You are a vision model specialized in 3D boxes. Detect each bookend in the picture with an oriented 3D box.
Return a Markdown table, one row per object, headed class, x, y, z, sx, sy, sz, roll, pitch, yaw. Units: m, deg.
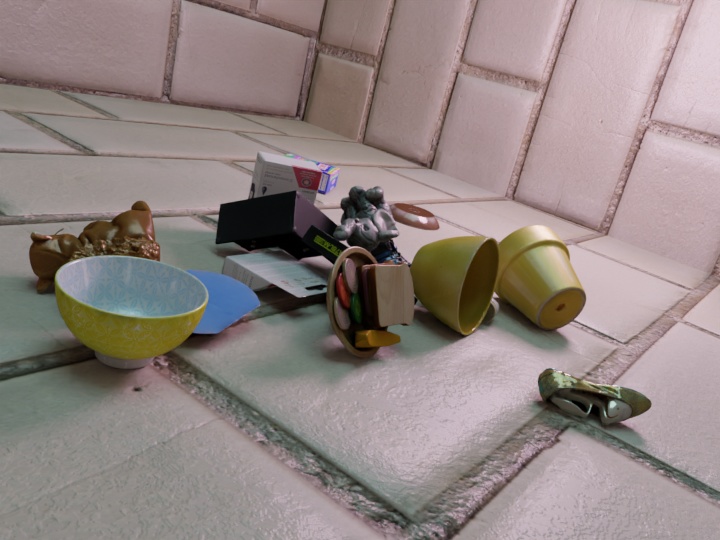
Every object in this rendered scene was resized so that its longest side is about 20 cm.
| class | x | y | z | sx | sy | sz | roll | pitch | yaw |
| --- | --- | --- | --- | --- | --- | --- | --- | --- | --- |
| bookend | -0.177 | -0.079 | 1.396 | 0.197 | 0.094 | 0.198 | -6 | -21 | 24 |

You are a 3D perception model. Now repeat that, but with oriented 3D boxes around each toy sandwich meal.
| class | x | y | z | sx | sy | sz | roll | pitch | yaw |
| --- | --- | --- | --- | --- | --- | --- | --- | --- | --- |
| toy sandwich meal | 0.021 | 0.051 | 1.076 | 0.069 | 0.209 | 0.204 | -8 | 3 | 32 |

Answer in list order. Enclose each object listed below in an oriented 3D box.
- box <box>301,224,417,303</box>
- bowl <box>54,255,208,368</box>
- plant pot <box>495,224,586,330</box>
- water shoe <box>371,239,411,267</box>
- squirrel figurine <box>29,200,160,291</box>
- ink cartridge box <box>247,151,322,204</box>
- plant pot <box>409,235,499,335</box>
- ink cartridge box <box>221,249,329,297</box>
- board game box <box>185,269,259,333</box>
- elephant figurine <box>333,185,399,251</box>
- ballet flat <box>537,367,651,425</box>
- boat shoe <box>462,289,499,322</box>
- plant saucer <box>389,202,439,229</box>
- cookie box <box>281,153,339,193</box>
| class | x | y | z | sx | sy | sz | roll | pitch | yaw |
| --- | --- | --- | --- | --- | --- | --- | --- | --- | --- |
| box | 0.000 | 0.000 | 1.298 | 0.192 | 0.048 | 0.200 | 30 | -5 | 40 |
| bowl | -0.314 | 0.066 | 0.867 | 0.196 | 0.110 | 0.201 | 14 | 18 | -5 |
| plant pot | 0.420 | 0.029 | 1.486 | 0.197 | 0.203 | 0.190 | 5 | 36 | -28 |
| water shoe | 0.066 | -0.035 | 1.530 | 0.197 | 0.080 | 0.071 | 22 | 19 | 20 |
| squirrel figurine | -0.418 | -0.021 | 1.002 | 0.184 | 0.144 | 0.200 | -3 | 20 | -28 |
| ink cartridge box | -0.187 | -0.159 | 1.493 | 0.142 | 0.203 | 0.084 | 7 | 22 | -23 |
| plant pot | 0.183 | 0.014 | 1.311 | 0.140 | 0.204 | 0.199 | 17 | 17 | 29 |
| ink cartridge box | -0.147 | 0.021 | 1.244 | 0.198 | 0.058 | 0.161 | 31 | 23 | 29 |
| board game box | -0.262 | 0.064 | 1.037 | 0.156 | 0.040 | 0.200 | 22 | 27 | 17 |
| elephant figurine | 0.013 | -0.084 | 1.415 | 0.152 | 0.143 | 0.202 | 1 | 40 | -4 |
| ballet flat | 0.396 | 0.225 | 1.081 | 0.196 | 0.072 | 0.071 | 17 | 18 | 2 |
| boat shoe | 0.218 | 0.050 | 1.430 | 0.198 | 0.076 | 0.068 | 33 | 21 | 17 |
| plant saucer | 0.177 | -0.189 | 2.151 | 0.197 | 0.037 | 0.201 | 14 | 17 | -4 |
| cookie box | -0.186 | -0.343 | 2.239 | 0.197 | 0.076 | 0.171 | 18 | 17 | 4 |
